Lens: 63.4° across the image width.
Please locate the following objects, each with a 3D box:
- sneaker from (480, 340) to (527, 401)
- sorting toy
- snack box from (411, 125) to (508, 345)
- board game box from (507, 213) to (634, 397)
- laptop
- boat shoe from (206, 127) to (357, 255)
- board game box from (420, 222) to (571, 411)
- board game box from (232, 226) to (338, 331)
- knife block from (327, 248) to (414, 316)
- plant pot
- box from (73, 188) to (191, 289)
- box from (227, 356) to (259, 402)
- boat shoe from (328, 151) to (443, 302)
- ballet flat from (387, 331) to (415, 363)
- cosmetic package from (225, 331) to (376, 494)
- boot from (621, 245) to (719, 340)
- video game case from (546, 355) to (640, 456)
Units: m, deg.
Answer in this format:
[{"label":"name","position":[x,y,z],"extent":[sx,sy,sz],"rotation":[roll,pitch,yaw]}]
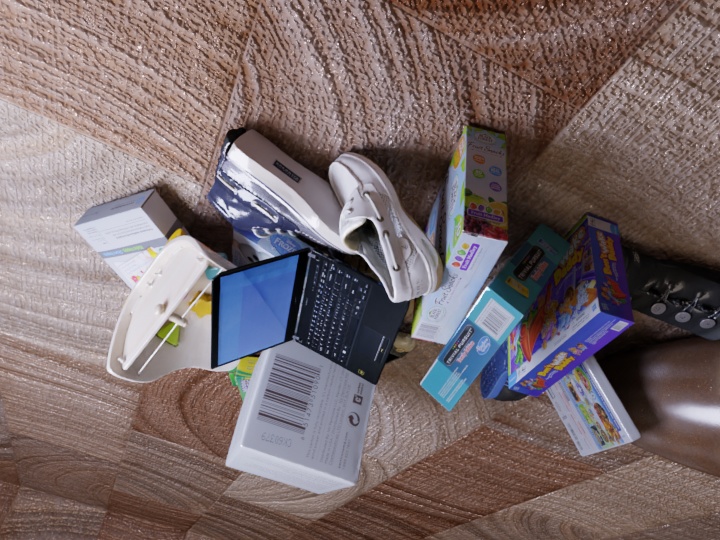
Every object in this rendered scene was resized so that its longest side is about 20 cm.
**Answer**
[{"label":"sneaker","position":[0.255,0.146,0.907],"extent":[0.075,0.072,0.202],"rotation":[6,146,-11]},{"label":"sorting toy","position":[-0.200,0.059,0.765],"extent":[0.178,0.108,0.201],"rotation":[32,107,-38]},{"label":"snack box","position":[0.106,-0.031,0.647],"extent":[0.051,0.146,0.202],"rotation":[10,144,-5]},{"label":"board game box","position":[0.248,0.050,0.723],"extent":[0.043,0.138,0.202],"rotation":[15,142,-8]},{"label":"laptop","position":[-0.064,0.075,0.678],"extent":[0.195,0.104,0.180],"rotation":[27,138,8]},{"label":"boat shoe","position":[-0.087,-0.069,0.678],"extent":[0.198,0.075,0.093],"rotation":[40,126,-4]},{"label":"board game box","position":[0.157,0.047,0.667],"extent":[0.046,0.199,0.153],"rotation":[37,126,13]},{"label":"board game box","position":[-0.083,0.031,0.790],"extent":[0.196,0.044,0.201],"rotation":[33,152,3]},{"label":"knife block","position":[0.000,0.000,0.781],"extent":[0.171,0.066,0.200],"rotation":[25,141,-16]},{"label":"plant pot","position":[0.431,0.183,0.834],"extent":[0.196,0.191,0.186],"rotation":[-4,145,45]},{"label":"box","position":[-0.284,-0.011,0.823],"extent":[0.152,0.042,0.202],"rotation":[-6,132,32]},{"label":"box","position":[-0.155,0.213,1.096],"extent":[0.192,0.050,0.119],"rotation":[6,143,3]},{"label":"boat shoe","position":[0.008,-0.050,0.613],"extent":[0.068,0.202,0.072],"rotation":[-19,143,-23]},{"label":"ballet flat","position":[0.022,0.150,0.971],"extent":[0.065,0.058,0.198],"rotation":[31,138,-26]},{"label":"cosmetic package","position":[-0.087,0.210,0.841],"extent":[0.160,0.169,0.200],"rotation":[20,153,-10]},{"label":"boot","position":[0.373,0.048,0.756],"extent":[0.193,0.067,0.166],"rotation":[12,145,-9]},{"label":"video game case","position":[0.323,0.190,0.849],"extent":[0.018,0.146,0.201],"rotation":[-22,159,-7]}]
